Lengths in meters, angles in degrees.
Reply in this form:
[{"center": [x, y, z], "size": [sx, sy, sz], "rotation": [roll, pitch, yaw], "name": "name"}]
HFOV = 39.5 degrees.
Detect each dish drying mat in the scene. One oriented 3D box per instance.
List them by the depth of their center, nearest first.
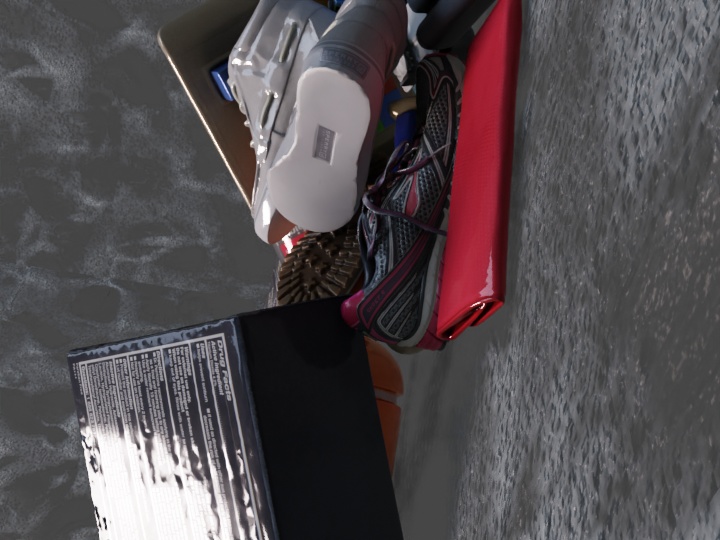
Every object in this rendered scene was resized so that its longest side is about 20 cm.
[{"center": [0.073, -0.064, 0.585], "size": [0.077, 0.018, 0.201], "rotation": [125, 155, -64], "name": "dish drying mat"}]

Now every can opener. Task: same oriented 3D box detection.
[{"center": [0.063, -0.181, 0.687], "size": [0.200, 0.066, 0.053], "rotation": [138, 117, -71], "name": "can opener"}]

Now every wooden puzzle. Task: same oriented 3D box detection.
[{"center": [-0.048, -0.160, 0.865], "size": [0.201, 0.185, 0.046], "rotation": [61, 167, -17], "name": "wooden puzzle"}]

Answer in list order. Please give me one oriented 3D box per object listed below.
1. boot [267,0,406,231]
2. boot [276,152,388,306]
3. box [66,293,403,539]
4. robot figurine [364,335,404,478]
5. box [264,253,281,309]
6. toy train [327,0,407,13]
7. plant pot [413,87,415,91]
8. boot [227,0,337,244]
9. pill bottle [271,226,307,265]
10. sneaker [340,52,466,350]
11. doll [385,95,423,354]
[{"center": [-0.010, -0.112, 0.716], "size": [0.096, 0.073, 0.200], "rotation": [-63, 1, -30], "name": "boot"}, {"center": [0.000, 0.000, 0.822], "size": [0.108, 0.075, 0.200], "rotation": [66, -148, -30], "name": "boot"}, {"center": [-0.089, 0.134, 0.708], "size": [0.198, 0.123, 0.201], "rotation": [-12, 88, 42], "name": "box"}, {"center": [-0.027, 0.137, 0.832], "size": [0.144, 0.116, 0.201], "rotation": [36, -119, -66], "name": "robot figurine"}, {"center": [-0.080, 0.066, 1.150], "size": [0.200, 0.048, 0.159], "rotation": [-121, 45, -73], "name": "box"}, {"center": [0.037, -0.230, 0.752], "size": [0.200, 0.113, 0.087], "rotation": [113, 164, -74], "name": "toy train"}, {"center": [-0.017, -0.116, 1.089], "size": [0.200, 0.133, 0.202], "rotation": [-171, 90, -86], "name": "plant pot"}, {"center": [-0.067, -0.126, 0.812], "size": [0.073, 0.095, 0.201], "rotation": [-29, -32, -57], "name": "boot"}, {"center": [-0.039, -0.055, 0.960], "size": [0.201, 0.110, 0.111], "rotation": [63, 176, -2], "name": "pill bottle"}, {"center": [0.037, -0.051, 0.668], "size": [0.081, 0.074, 0.201], "rotation": [122, 157, -78], "name": "sneaker"}, {"center": [0.036, -0.033, 0.765], "size": [0.137, 0.048, 0.201], "rotation": [67, -155, -63], "name": "doll"}]
